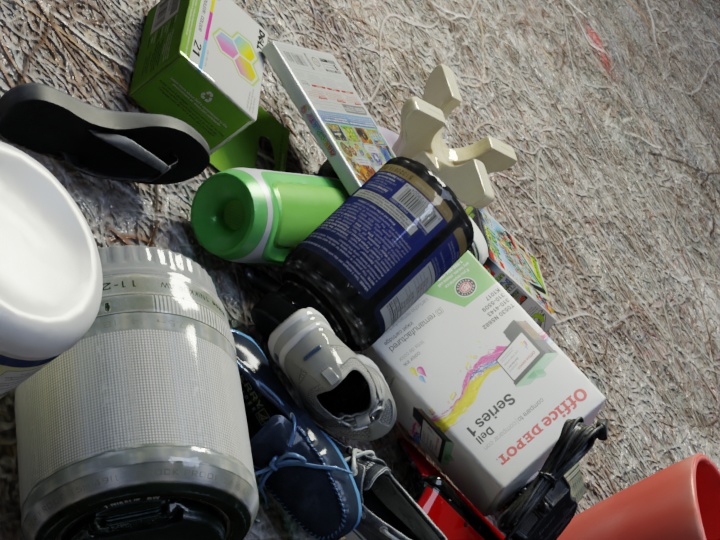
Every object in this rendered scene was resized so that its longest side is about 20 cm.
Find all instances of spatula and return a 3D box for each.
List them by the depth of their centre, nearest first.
[{"bbox_3d":[-0.043,0.036,1.467,0.199,0.020,0.057,26,40,-43],"label":"spatula"}]

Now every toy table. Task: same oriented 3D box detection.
[{"bbox_3d":[0.080,-0.127,1.726,0.199,0.117,0.185,8,55,-53],"label":"toy table"}]

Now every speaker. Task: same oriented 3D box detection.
[{"bbox_3d":[-0.070,-0.049,1.444,0.199,0.088,0.089,1,60,-58],"label":"speaker"}]

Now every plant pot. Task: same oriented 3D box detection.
[{"bbox_3d":[0.285,0.302,1.518,0.201,0.176,0.202,50,28,-39],"label":"plant pot"}]

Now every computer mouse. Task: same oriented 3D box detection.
[{"bbox_3d":[0.174,0.190,1.398,0.046,0.141,0.200,38,-5,21],"label":"computer mouse"}]

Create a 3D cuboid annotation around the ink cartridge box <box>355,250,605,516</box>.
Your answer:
[{"bbox_3d":[0.110,0.105,1.452,0.144,0.084,0.200,-36,74,-23],"label":"ink cartridge box"}]

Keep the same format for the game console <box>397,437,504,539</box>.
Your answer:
[{"bbox_3d":[0.087,0.279,1.427,0.200,0.118,0.173,45,61,-19],"label":"game console"}]

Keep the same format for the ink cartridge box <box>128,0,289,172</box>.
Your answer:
[{"bbox_3d":[-0.120,-0.171,1.500,0.200,0.076,0.149,39,33,-29],"label":"ink cartridge box"}]

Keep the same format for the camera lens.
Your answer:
[{"bbox_3d":[-0.159,0.105,1.071,0.159,0.159,0.201,26,40,-43],"label":"camera lens"}]

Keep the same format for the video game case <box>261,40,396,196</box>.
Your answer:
[{"bbox_3d":[-0.013,-0.138,1.540,0.201,0.018,0.143,59,21,12],"label":"video game case"}]

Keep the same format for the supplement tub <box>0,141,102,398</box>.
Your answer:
[{"bbox_3d":[-0.270,0.026,0.936,0.145,0.199,0.146,38,33,-31],"label":"supplement tub"}]

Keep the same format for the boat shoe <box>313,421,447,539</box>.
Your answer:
[{"bbox_3d":[-0.004,0.181,1.299,0.200,0.068,0.072,47,38,10],"label":"boat shoe"}]

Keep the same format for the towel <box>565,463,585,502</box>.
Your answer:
[{"bbox_3d":[0.182,0.165,1.624,0.200,0.034,0.194,-6,79,-72],"label":"towel"}]

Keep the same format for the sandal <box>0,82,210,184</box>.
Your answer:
[{"bbox_3d":[-0.215,-0.101,1.293,0.199,0.076,0.043,11,49,-39],"label":"sandal"}]

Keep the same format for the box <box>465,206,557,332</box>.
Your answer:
[{"bbox_3d":[0.162,-0.003,1.744,0.110,0.035,0.200,42,15,-15],"label":"box"}]

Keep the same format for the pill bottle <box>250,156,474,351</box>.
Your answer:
[{"bbox_3d":[0.000,0.000,1.388,0.200,0.112,0.112,-43,101,-19],"label":"pill bottle"}]

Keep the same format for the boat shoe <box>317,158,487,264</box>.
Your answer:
[{"bbox_3d":[0.041,-0.055,1.622,0.199,0.071,0.064,35,38,6],"label":"boat shoe"}]

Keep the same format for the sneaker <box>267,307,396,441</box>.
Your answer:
[{"bbox_3d":[-0.015,0.111,1.310,0.082,0.075,0.200,52,3,33],"label":"sneaker"}]

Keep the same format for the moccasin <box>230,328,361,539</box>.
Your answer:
[{"bbox_3d":[-0.079,0.140,1.260,0.200,0.080,0.068,50,16,15],"label":"moccasin"}]
